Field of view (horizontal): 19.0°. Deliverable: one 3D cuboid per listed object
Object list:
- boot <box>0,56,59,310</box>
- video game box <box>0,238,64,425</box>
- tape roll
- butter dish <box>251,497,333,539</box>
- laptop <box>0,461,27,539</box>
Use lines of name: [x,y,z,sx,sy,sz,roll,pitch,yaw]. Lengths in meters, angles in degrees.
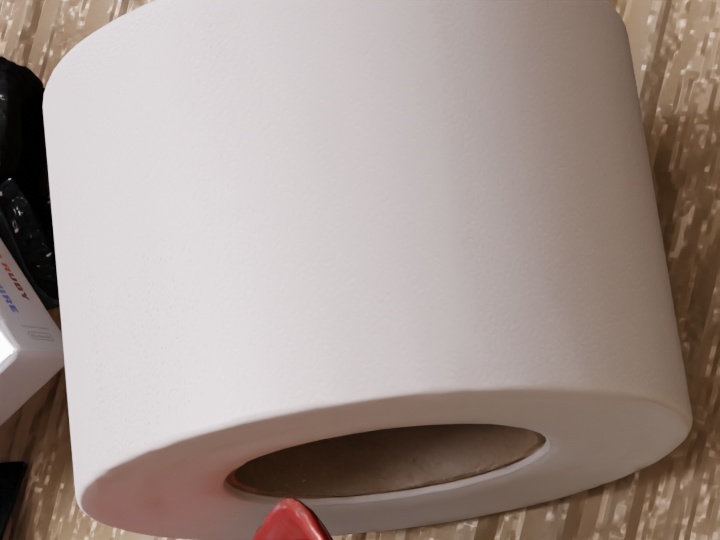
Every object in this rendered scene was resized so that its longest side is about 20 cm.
boot: [-0.205,-0.051,0.902,0.168,0.076,0.201,-25,71,19]
video game box: [-0.231,0.024,0.841,0.200,0.047,0.182,-41,72,18]
tape roll: [0.000,0.000,0.716,0.202,0.203,0.140,-14,72,21]
butter dish: [-0.048,0.205,0.682,0.147,0.200,0.201,-16,65,-25]
laptop: [-0.215,0.195,0.882,0.176,0.103,0.201,-7,99,24]
